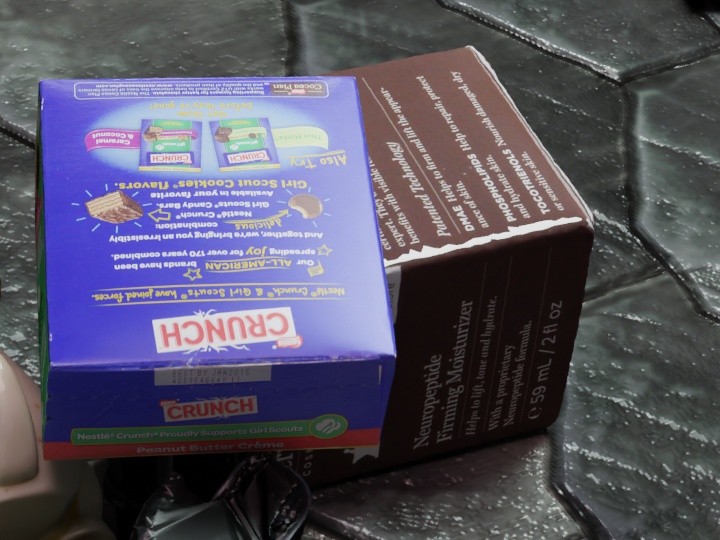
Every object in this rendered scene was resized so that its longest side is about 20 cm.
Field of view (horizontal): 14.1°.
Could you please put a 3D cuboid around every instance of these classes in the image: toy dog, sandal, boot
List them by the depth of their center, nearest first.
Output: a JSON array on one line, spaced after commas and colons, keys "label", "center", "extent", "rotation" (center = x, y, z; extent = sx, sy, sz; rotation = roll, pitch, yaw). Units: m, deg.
[{"label": "boot", "center": [-0.112, 0.186, 1.413], "extent": [0.200, 0.168, 0.076], "rotation": [-29, 55, -33]}, {"label": "toy dog", "center": [-0.225, 0.073, 1.512], "extent": [0.139, 0.194, 0.200], "rotation": [-19, 56, -14]}, {"label": "sandal", "center": [-0.113, 0.106, 1.561], "extent": [0.076, 0.043, 0.200], "rotation": [-44, 33, 9]}]

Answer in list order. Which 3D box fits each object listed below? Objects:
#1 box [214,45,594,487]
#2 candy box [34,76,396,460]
[{"label": "box", "center": [0.000, 0.000, 1.634], "extent": [0.200, 0.166, 0.164], "rotation": [-13, 47, -20]}, {"label": "candy box", "center": [-0.077, -0.004, 1.458], "extent": [0.169, 0.077, 0.200], "rotation": [-1, 45, -7]}]
